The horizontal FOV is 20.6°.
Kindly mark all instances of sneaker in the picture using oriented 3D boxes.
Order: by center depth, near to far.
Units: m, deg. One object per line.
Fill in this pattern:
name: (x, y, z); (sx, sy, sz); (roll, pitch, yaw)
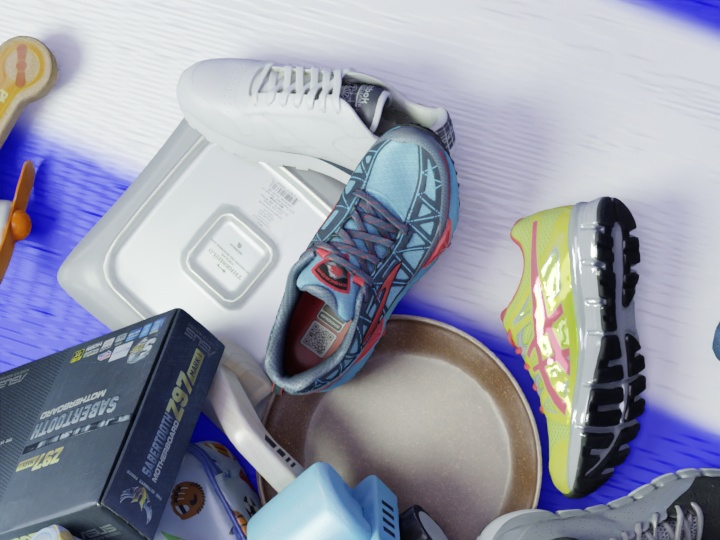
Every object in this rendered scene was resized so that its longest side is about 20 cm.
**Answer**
sneaker: (0.179, 0.186, 1.258); (0.200, 0.116, 0.075); (-13, 103, -6)
sneaker: (0.000, 0.000, 1.284); (0.079, 0.096, 0.200); (28, 104, 10)
sneaker: (0.136, 0.051, 1.327); (0.090, 0.078, 0.201); (2, 90, 34)
sneaker: (-0.030, -0.111, 1.351); (0.200, 0.081, 0.077); (17, 61, 7)

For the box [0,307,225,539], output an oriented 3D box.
box: (-0.192, 0.120, 1.309); (0.200, 0.051, 0.158); (-20, 40, 41)

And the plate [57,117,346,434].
plate: (-0.088, -0.008, 1.391); (0.199, 0.032, 0.200); (41, 94, 12)

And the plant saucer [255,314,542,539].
plant saucer: (0.028, 0.130, 1.348); (0.200, 0.037, 0.201); (0, 89, 16)

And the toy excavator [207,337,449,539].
toy excavator: (-0.037, 0.147, 1.288); (0.100, 0.195, 0.200); (-39, 106, 12)

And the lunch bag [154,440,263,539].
lunch bag: (-0.126, 0.227, 1.360); (0.160, 0.076, 0.200); (-28, 80, 10)

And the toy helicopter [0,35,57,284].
toy helicopter: (-0.274, -0.074, 1.413); (0.132, 0.079, 0.200); (33, 89, 11)

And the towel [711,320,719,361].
towel: (0.323, 0.052, 1.248); (0.200, 0.049, 0.112); (32, 86, 42)

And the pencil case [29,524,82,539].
pencil case: (-0.130, 0.231, 1.231); (0.091, 0.200, 0.083); (-32, 36, 44)
